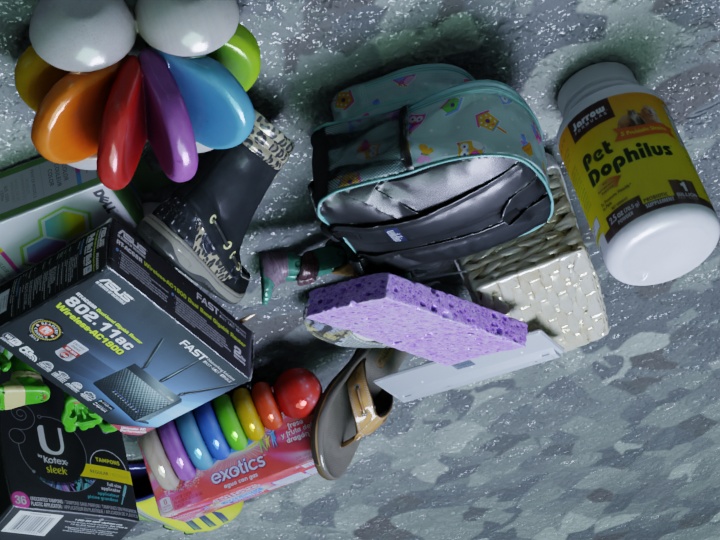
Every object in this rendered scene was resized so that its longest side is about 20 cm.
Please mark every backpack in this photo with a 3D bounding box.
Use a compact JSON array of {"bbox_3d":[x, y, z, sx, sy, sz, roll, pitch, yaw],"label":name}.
[{"bbox_3d":[0.071,-0.093,1.483,0.199,0.154,0.176,-9,149,20],"label":"backpack"}]

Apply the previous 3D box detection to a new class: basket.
[{"bbox_3d":[0.168,-0.003,1.683,0.135,0.124,0.200,-21,146,5],"label":"basket"}]

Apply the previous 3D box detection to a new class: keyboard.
[{"bbox_3d":[0.111,0.099,1.707,0.199,0.011,0.056,-19,140,28],"label":"keyboard"}]

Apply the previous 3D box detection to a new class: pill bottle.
[{"bbox_3d":[0.249,-0.094,1.523,0.109,0.201,0.109,-12,146,-8],"label":"pill bottle"}]

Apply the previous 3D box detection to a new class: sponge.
[{"bbox_3d":[0.056,0.048,1.583,0.199,0.030,0.111,21,155,-40],"label":"sponge"}]

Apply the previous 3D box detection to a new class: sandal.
[{"bbox_3d":[0.011,0.134,1.771,0.200,0.054,0.082,-57,136,-14],"label":"sandal"}]

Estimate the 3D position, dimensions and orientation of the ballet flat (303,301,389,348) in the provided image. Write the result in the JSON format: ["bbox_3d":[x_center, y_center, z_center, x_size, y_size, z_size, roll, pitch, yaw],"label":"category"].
[{"bbox_3d":[0.040,0.050,1.736,0.199,0.072,0.072,7,139,-23],"label":"ballet flat"}]

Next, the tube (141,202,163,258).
[{"bbox_3d":[-0.211,0.011,1.608,0.077,0.051,0.200,-4,148,-18],"label":"tube"}]

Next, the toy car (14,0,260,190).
[{"bbox_3d":[-0.172,-0.136,1.322,0.199,0.150,0.175,-10,145,-11],"label":"toy car"}]

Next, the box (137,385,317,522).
[{"bbox_3d":[-0.133,0.202,1.842,0.199,0.095,0.103,-21,165,6],"label":"box"}]

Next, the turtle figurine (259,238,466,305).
[{"bbox_3d":[0.000,0.000,1.633,0.199,0.101,0.150,-4,158,-3],"label":"turtle figurine"}]

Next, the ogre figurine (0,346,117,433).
[{"bbox_3d":[-0.305,0.081,1.596,0.199,0.120,0.098,12,140,-34],"label":"ogre figurine"}]

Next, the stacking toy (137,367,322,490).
[{"bbox_3d":[-0.135,0.158,1.765,0.199,0.086,0.086,-24,146,-3],"label":"stacking toy"}]

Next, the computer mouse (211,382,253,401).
[{"bbox_3d":[-0.180,0.095,1.739,0.138,0.053,0.200,-12,158,-11],"label":"computer mouse"}]

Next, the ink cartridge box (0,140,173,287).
[{"bbox_3d":[-0.254,-0.056,1.479,0.199,0.060,0.104,-21,146,5],"label":"ink cartridge box"}]

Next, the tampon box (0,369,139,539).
[{"bbox_3d":[-0.330,0.191,1.665,0.149,0.201,0.126,14,135,-39],"label":"tampon box"}]

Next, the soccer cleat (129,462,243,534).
[{"bbox_3d":[-0.217,0.262,1.938,0.199,0.065,0.084,9,135,-33],"label":"soccer cleat"}]

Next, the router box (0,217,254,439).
[{"bbox_3d":[-0.214,0.058,1.496,0.149,0.062,0.200,-28,131,25],"label":"router box"}]

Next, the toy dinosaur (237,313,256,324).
[{"bbox_3d":[-0.211,0.046,1.559,0.199,0.061,0.106,25,143,-5],"label":"toy dinosaur"}]

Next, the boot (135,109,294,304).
[{"bbox_3d":[-0.111,-0.057,1.499,0.154,0.073,0.204,-52,160,-2],"label":"boot"}]
